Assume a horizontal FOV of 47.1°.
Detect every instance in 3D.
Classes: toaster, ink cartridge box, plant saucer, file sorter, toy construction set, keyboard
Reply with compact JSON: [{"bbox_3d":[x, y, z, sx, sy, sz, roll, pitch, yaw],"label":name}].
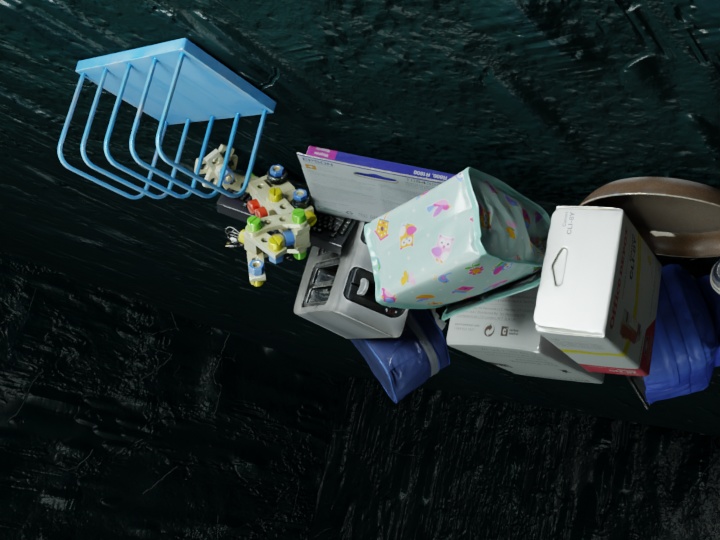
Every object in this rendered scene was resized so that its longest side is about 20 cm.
[{"bbox_3d":[0.000,0.000,1.228,0.117,0.185,0.199,24,165,-23],"label":"toaster"},{"bbox_3d":[0.283,0.030,0.963,0.082,0.149,0.199,4,164,34],"label":"ink cartridge box"},{"bbox_3d":[0.028,-0.107,1.045,0.192,0.044,0.200,12,164,7],"label":"ink cartridge box"},{"bbox_3d":[0.340,-0.061,0.921,0.195,0.033,0.200,14,168,3],"label":"plant saucer"},{"bbox_3d":[-0.219,-0.154,0.913,0.197,0.126,0.138,3,164,40],"label":"file sorter"},{"bbox_3d":[-0.134,-0.081,1.090,0.129,0.201,0.093,-25,154,-25],"label":"toy construction set"},{"bbox_3d":[-0.111,-0.067,1.145,0.196,0.128,0.021,18,147,15],"label":"keyboard"}]

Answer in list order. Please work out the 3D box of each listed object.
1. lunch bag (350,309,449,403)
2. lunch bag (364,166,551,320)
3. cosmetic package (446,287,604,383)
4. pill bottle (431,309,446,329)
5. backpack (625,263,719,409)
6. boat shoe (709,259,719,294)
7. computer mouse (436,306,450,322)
[{"bbox_3d":[0.057,0.093,1.359,0.201,0.131,0.137,53,168,30],"label":"lunch bag"},{"bbox_3d":[0.129,-0.021,0.971,0.168,0.125,0.198,-24,156,37],"label":"lunch bag"},{"bbox_3d":[0.257,0.058,1.219,0.163,0.169,0.198,1,163,45],"label":"cosmetic package"},{"bbox_3d":[0.070,0.056,1.543,0.113,0.117,0.198,1,162,46],"label":"pill bottle"},{"bbox_3d":[0.427,0.075,1.138,0.165,0.166,0.200,-25,153,17],"label":"backpack"},{"bbox_3d":[0.464,-0.019,0.903,0.092,0.076,0.198,29,153,-33],"label":"boat shoe"},{"bbox_3d":[0.223,0.047,1.378,0.197,0.045,0.109,3,148,-45],"label":"computer mouse"}]
